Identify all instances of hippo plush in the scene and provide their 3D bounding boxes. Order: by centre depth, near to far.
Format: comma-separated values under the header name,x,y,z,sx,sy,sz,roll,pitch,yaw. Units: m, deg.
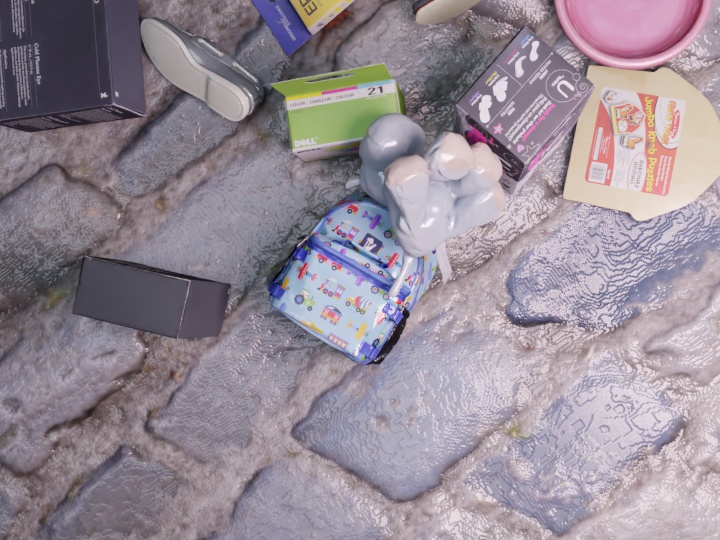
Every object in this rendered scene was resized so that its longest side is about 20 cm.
name,x,y,z,sx,sy,sz,roll,pitch,yaw
hippo plush,0.076,-0.108,1.428,0.159,0.161,0.201,-15,131,-17

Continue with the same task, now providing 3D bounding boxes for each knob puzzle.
name,x,y,z,sx,sy,sz,roll,pitch,yaw
knob puzzle,0.375,-0.160,1.509,0.218,0.030,0.221,0,87,8

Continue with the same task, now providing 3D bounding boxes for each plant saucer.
name,x,y,z,sx,sy,sz,roll,pitch,yaw
plant saucer,0.348,-0.354,1.506,0.199,0.051,0.202,-1,86,8

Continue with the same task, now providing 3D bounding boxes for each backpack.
name,x,y,z,sx,sy,sz,roll,pitch,yaw
backpack,0.000,0.000,1.503,0.182,0.135,0.200,35,90,6

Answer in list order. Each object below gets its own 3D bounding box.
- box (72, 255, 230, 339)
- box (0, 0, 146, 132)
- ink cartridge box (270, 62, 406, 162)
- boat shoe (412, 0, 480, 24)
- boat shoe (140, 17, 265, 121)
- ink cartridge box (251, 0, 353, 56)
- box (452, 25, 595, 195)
name,x,y,z,sx,sy,sz,roll,pitch,yaw
box,-0.261,0.036,1.500,0.140,0.200,0.079,10,89,9
box,-0.395,-0.298,1.568,0.181,0.104,0.201,-5,88,15
ink cartridge box,-0.024,-0.195,1.477,0.147,0.200,0.076,-8,87,7
boat shoe,0.148,-0.392,1.527,0.199,0.071,0.063,-32,79,4
boat shoe,-0.213,-0.278,1.586,0.200,0.073,0.062,39,50,14
ink cartridge box,-0.081,-0.422,1.544,0.200,0.047,0.198,-36,83,20
box,0.195,-0.188,1.442,0.115,0.200,0.132,41,87,8
